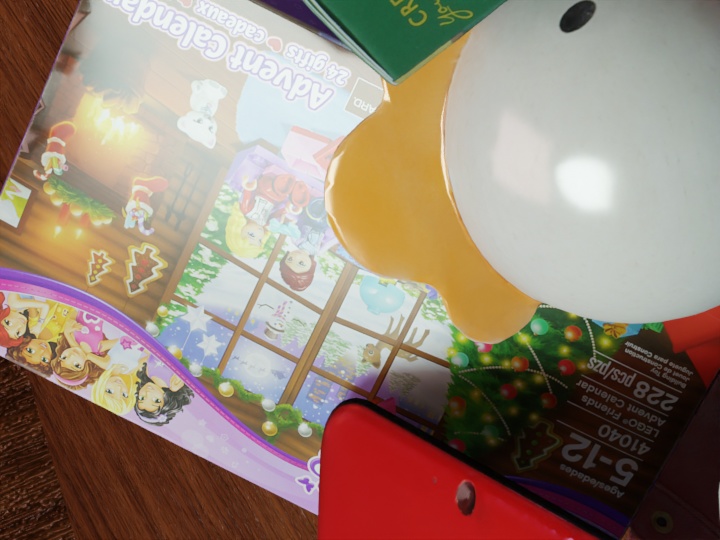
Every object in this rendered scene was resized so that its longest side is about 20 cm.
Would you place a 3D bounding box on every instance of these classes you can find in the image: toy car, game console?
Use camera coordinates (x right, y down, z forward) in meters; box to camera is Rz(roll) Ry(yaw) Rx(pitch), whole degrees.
[{"bbox_3d":[0.082,-0.062,0.654,0.184,0.200,0.177,-139,31,-63],"label":"toy car"},{"bbox_3d":[0.075,0.140,0.738,0.172,0.119,0.200,30,179,-35],"label":"game console"}]

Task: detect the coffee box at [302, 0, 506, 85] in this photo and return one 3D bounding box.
[{"bbox_3d":[0.057,-0.143,0.622,0.044,0.200,0.123,43,-166,-41],"label":"coffee box"}]

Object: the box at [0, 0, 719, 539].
[{"bbox_3d":[0.000,0.000,0.784,0.137,0.200,0.039,-64,0,29],"label":"box"}]

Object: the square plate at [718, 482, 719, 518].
[{"bbox_3d":[0.168,0.127,0.627,0.200,0.028,0.198,34,163,22],"label":"square plate"}]

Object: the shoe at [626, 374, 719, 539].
[{"bbox_3d":[0.126,0.089,0.832,0.071,0.091,0.201,53,-152,-70],"label":"shoe"}]
